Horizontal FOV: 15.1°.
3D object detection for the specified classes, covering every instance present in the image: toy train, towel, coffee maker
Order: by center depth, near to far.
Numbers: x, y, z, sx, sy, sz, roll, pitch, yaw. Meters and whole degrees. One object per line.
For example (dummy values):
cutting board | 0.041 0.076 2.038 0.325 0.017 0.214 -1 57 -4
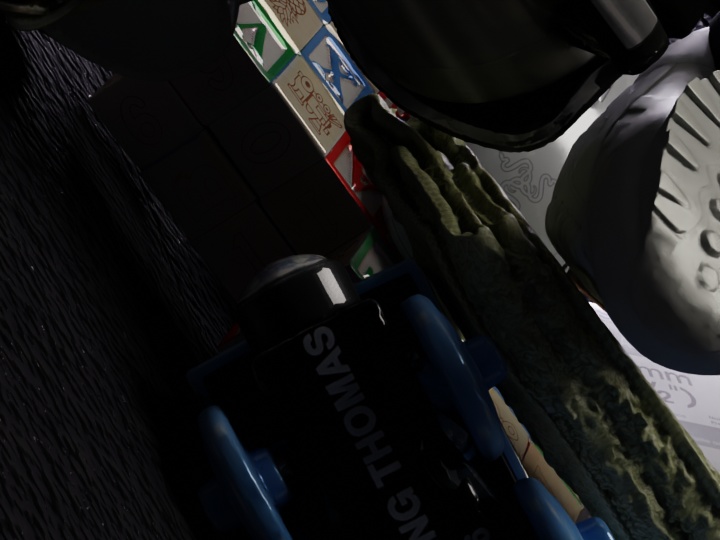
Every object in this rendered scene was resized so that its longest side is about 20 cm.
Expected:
toy train | 0.024 0.089 0.700 0.200 0.087 0.114 62 -2 5
coffee maker | 0.029 -0.162 0.720 0.135 0.192 0.200 13 -22 33
towel | 0.068 0.040 0.781 0.200 0.036 0.148 51 4 -21

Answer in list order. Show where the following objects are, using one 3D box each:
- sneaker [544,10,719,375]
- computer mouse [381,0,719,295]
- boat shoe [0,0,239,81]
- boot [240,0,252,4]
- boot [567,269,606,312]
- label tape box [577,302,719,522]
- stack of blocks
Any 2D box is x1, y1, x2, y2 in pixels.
sneaker | 0.087 -0.012 0.727 0.076 0.080 0.200 55 23 -7
computer mouse | 0.077 -0.059 0.896 0.110 0.044 0.200 44 49 -8
boat shoe | -0.086 -0.096 0.702 0.200 0.075 0.068 45 22 -54
boot | -0.062 -0.164 0.794 0.200 0.146 0.070 57 -3 -35
boot | 0.040 -0.050 0.994 0.200 0.077 0.138 51 -25 -5
label tape box | 0.135 0.065 1.072 0.143 0.066 0.200 14 29 -16
stack of blocks | 0.000 0.000 0.890 0.200 0.059 0.115 54 27 -10
